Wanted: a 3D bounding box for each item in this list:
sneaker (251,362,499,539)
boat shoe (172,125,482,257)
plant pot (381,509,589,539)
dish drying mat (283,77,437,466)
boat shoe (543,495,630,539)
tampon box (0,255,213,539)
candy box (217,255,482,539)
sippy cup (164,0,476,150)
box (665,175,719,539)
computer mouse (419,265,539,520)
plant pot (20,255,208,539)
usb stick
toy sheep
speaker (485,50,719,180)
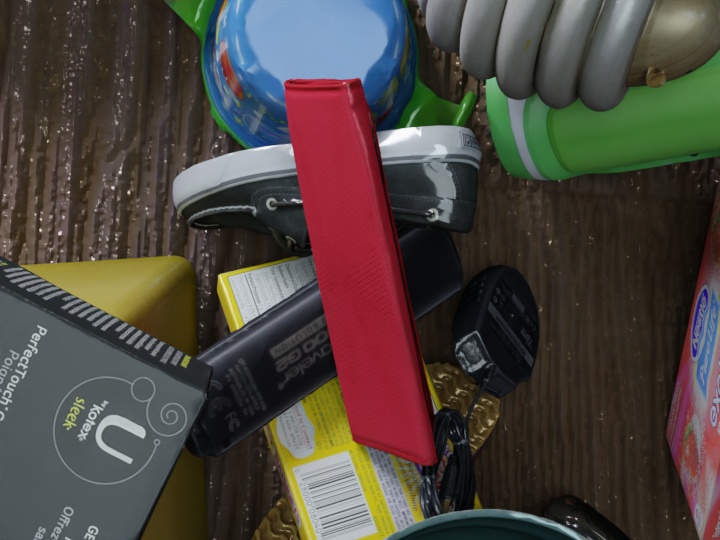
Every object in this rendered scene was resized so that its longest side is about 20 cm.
[{"bbox_3d":[0.003,0.136,0.885,0.075,0.090,0.199,42,62,17],"label":"sneaker"},{"bbox_3d":[-0.024,-0.039,0.840,0.198,0.068,0.058,-7,79,30],"label":"boat shoe"},{"bbox_3d":[0.050,0.226,0.754,0.197,0.134,0.204,2,79,-9],"label":"plant pot"},{"bbox_3d":[0.000,0.000,0.771,0.018,0.076,0.203,-21,107,-31],"label":"dish drying mat"},{"bbox_3d":[0.177,0.222,0.896,0.199,0.076,0.074,39,95,3],"label":"boat shoe"},{"bbox_3d":[-0.184,0.071,0.662,0.198,0.126,0.151,28,89,-4],"label":"tampon box"},{"bbox_3d":[-0.007,0.079,0.848,0.101,0.027,0.202,-12,63,-18],"label":"candy box"},{"bbox_3d":[-0.027,-0.129,0.846,0.175,0.130,0.142,-9,91,-4],"label":"sippy cup"},{"bbox_3d":[0.243,0.045,0.840,0.093,0.103,0.202,3,120,-4],"label":"box"},{"bbox_3d":[0.062,0.070,0.848,0.034,0.201,0.059,-20,118,34],"label":"computer mouse"},{"bbox_3d":[-0.189,0.098,0.813,0.197,0.176,0.203,-3,91,-4],"label":"plant pot"},{"bbox_3d":[-0.022,0.033,0.831,0.199,0.032,0.056,-33,109,-27],"label":"usb stick"},{"bbox_3d":[0.097,-0.154,0.774,0.198,0.138,0.139,25,89,16],"label":"toy sheep"},{"bbox_3d":[0.176,-0.105,0.846,0.197,0.088,0.090,-8,91,25],"label":"speaker"}]
